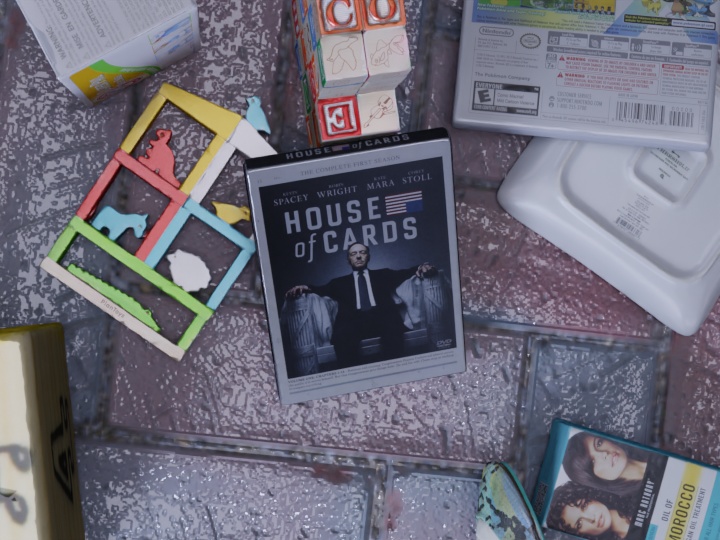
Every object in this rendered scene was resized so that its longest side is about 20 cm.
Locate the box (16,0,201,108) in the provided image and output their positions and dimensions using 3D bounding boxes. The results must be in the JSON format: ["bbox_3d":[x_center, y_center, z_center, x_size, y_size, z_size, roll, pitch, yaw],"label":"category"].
[{"bbox_3d":[-0.180,-0.192,0.944,0.101,0.200,0.113,-28,95,-5],"label":"box"}]

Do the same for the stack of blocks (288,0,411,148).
[{"bbox_3d":[-0.008,-0.151,0.962,0.058,0.200,0.116,-9,90,-6],"label":"stack of blocks"}]

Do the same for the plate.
[{"bbox_3d":[0.239,-0.082,1.073,0.199,0.032,0.201,34,87,-6],"label":"plate"}]

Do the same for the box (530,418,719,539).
[{"bbox_3d":[0.238,0.184,1.063,0.198,0.049,0.083,17,88,-6],"label":"box"}]

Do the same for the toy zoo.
[{"bbox_3d":[-0.135,-0.050,1.038,0.131,0.020,0.201,34,86,-5],"label":"toy zoo"}]

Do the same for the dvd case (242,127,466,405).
[{"bbox_3d":[0.000,0.000,1.006,0.149,0.025,0.202,-10,120,-6],"label":"dvd case"}]

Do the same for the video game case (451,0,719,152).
[{"bbox_3d":[0.177,-0.191,1.049,0.198,0.022,0.184,6,83,3],"label":"video game case"}]

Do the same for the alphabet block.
[{"bbox_3d":[-0.298,0.147,0.935,0.193,0.196,0.202,-7,91,-8],"label":"alphabet block"}]

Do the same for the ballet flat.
[{"bbox_3d":[0.123,0.248,1.039,0.074,0.074,0.201,-25,91,-5],"label":"ballet flat"}]
